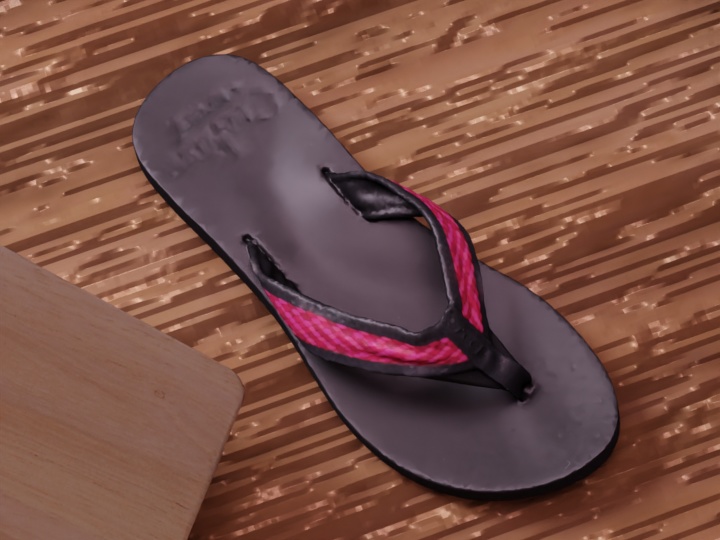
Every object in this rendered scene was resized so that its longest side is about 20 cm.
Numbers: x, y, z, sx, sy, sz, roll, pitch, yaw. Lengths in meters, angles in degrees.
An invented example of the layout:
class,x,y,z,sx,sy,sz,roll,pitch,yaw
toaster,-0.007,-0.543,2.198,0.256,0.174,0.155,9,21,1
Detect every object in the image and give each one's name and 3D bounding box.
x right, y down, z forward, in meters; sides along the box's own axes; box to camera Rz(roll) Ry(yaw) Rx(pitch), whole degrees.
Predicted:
class,x,y,z,sx,sy,sz,roll,pitch,yaw
sandal,0.000,0.000,0.965,0.200,0.045,0.075,42,74,16
sorting toy,-0.164,0.081,0.877,0.200,0.070,0.199,29,72,-25
